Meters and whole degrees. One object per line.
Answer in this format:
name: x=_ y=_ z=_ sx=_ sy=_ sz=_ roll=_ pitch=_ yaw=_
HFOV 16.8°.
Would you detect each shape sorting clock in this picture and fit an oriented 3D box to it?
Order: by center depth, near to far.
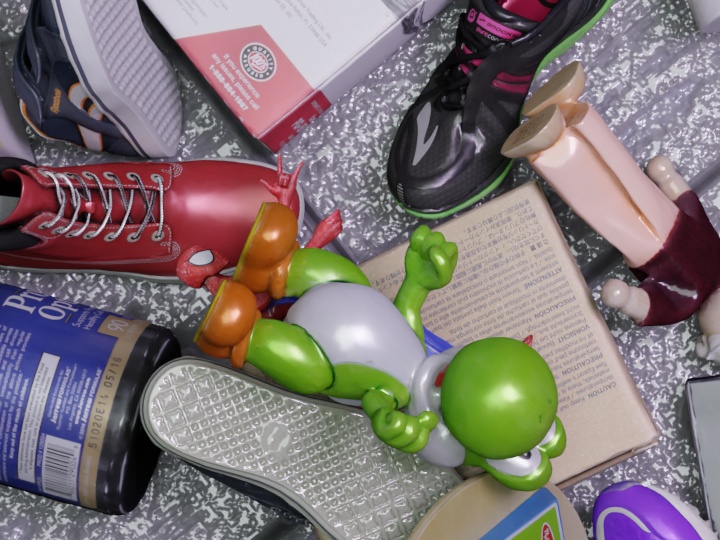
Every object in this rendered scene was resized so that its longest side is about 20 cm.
shape sorting clock: x=0.064 y=0.205 z=1.305 sx=0.039 sy=0.199 sz=0.201 roll=12 pitch=86 yaw=44

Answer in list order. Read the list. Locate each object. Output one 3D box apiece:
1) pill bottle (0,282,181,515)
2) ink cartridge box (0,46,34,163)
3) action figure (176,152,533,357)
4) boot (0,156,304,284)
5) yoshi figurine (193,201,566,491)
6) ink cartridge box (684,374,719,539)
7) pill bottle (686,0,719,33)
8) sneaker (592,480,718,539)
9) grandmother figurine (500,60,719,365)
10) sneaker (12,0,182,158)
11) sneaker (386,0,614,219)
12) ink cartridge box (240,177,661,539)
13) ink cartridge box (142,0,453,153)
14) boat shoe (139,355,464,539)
pill bottle: x=-0.211 y=0.063 z=1.394 sx=0.199 sy=0.112 sz=0.113 roll=15 pitch=87 yaw=6
ink cartridge box: x=-0.279 y=-0.109 z=1.370 sx=0.128 sy=0.200 sz=0.126 roll=-18 pitch=84 yaw=4
action figure: x=0.000 y=0.000 z=1.328 sx=0.199 sy=0.065 sz=0.100 roll=14 pitch=96 yaw=6
boot: x=-0.134 y=-0.033 z=1.379 sx=0.198 sy=0.144 sz=0.073 roll=-4 pitch=83 yaw=4
yoshi figurine: x=0.022 y=0.041 z=1.245 sx=0.199 sy=0.112 sz=0.113 roll=29 pitch=104 yaw=-2
ink cartridge box: x=0.245 y=0.154 z=1.379 sx=0.094 sy=0.037 sz=0.202 roll=-9 pitch=89 yaw=5
pill bottle: x=0.194 y=-0.242 z=1.379 sx=0.112 sy=0.113 sz=0.201 roll=-20 pitch=83 yaw=4
sneaker: x=0.164 y=0.216 z=1.334 sx=0.069 sy=0.099 sz=0.201 roll=-24 pitch=86 yaw=45
grandmother figurine: x=0.165 y=-0.017 z=1.363 sx=0.200 sy=0.060 sz=0.122 roll=44 pitch=55 yaw=-15
sneaker: x=-0.160 y=-0.121 z=1.364 sx=0.079 sy=0.200 sz=0.079 roll=2 pitch=63 yaw=12
sneaker: x=0.071 y=-0.122 z=1.389 sx=0.076 sy=0.084 sz=0.201 roll=28 pitch=84 yaw=29
ink cartridge box: x=0.047 y=0.065 z=1.387 sx=0.199 sy=0.075 sz=0.166 roll=-25 pitch=85 yaw=3
ink cartridge box: x=-0.023 y=-0.188 z=1.411 sx=0.200 sy=0.083 sz=0.147 roll=-39 pitch=83 yaw=2
boat shoe: x=-0.027 y=0.103 z=1.327 sx=0.199 sy=0.062 sz=0.075 roll=24 pitch=84 yaw=-8
